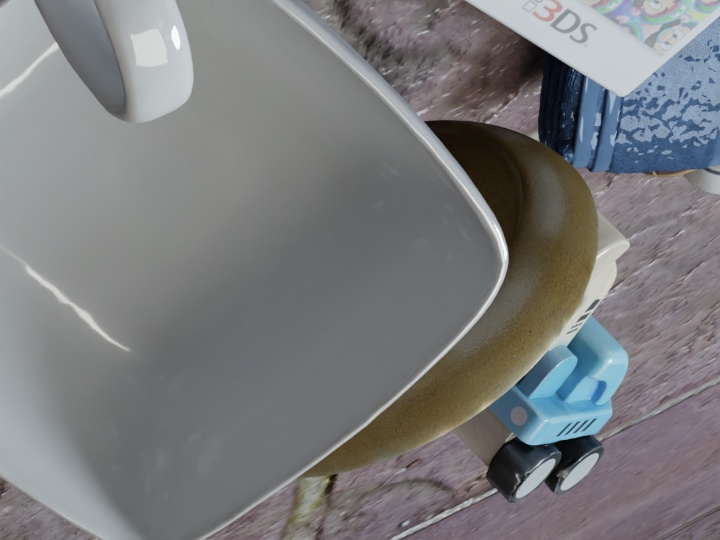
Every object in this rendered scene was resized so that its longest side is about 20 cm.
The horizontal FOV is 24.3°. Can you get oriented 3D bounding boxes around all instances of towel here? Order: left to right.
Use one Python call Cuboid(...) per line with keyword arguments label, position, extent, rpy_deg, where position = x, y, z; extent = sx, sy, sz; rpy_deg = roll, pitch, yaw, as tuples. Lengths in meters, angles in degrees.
Cuboid(label="towel", position=(0.186, -0.101, 0.780), extent=(0.198, 0.049, 0.112), rpy_deg=(-3, 134, -7))

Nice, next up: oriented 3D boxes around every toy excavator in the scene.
Cuboid(label="toy excavator", position=(0.123, 0.045, 1.071), extent=(0.194, 0.100, 0.200), rpy_deg=(1, 129, -57))

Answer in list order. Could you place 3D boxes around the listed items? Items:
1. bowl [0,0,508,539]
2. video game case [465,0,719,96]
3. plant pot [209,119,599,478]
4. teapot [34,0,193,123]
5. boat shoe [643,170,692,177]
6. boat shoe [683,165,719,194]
Cuboid(label="bowl", position=(-0.073, -0.018, 0.584), extent=(0.200, 0.075, 0.200), rpy_deg=(-39, 118, 18))
Cuboid(label="video game case", position=(0.123, -0.163, 0.632), extent=(0.200, 0.024, 0.182), rpy_deg=(-41, 143, 23))
Cuboid(label="plant pot", position=(0.000, 0.000, 0.694), extent=(0.199, 0.200, 0.028), rpy_deg=(-31, 125, 0))
Cuboid(label="teapot", position=(-0.071, -0.131, 0.330), extent=(0.197, 0.147, 0.200), rpy_deg=(-42, 157, 27))
Cuboid(label="boat shoe", position=(0.215, -0.114, 0.846), extent=(0.200, 0.071, 0.070), rpy_deg=(-37, 160, 9))
Cuboid(label="boat shoe", position=(0.255, -0.114, 0.903), extent=(0.199, 0.072, 0.066), rpy_deg=(-29, 157, -10))
